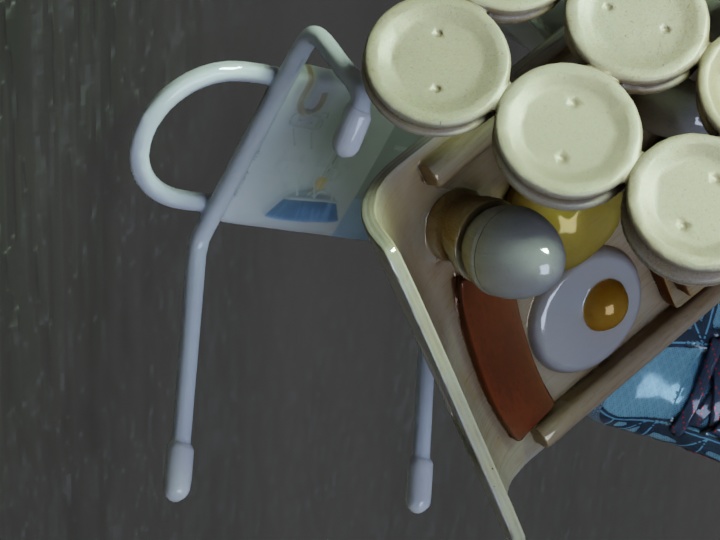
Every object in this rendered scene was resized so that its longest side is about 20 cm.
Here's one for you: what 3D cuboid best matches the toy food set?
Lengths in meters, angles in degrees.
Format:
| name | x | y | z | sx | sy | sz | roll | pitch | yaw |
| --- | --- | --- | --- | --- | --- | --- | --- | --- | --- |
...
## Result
| name | x | y | z | sx | sy | sz | roll | pitch | yaw |
| --- | --- | --- | --- | --- | --- | --- | --- | --- | --- |
| toy food set | 0.101 | -0.014 | 0.915 | 0.200 | 0.060 | 0.144 | -38 | 126 | -17 |

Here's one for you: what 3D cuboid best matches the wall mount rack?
| name | x | y | z | sx | sy | sz | roll | pitch | yaw |
| --- | --- | --- | --- | --- | --- | --- | --- | --- | --- |
| wall mount rack | 0.000 | 0.000 | 0.954 | 0.199 | 0.075 | 0.174 | 7 | 123 | -37 |

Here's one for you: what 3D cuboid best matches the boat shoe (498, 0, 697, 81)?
| name | x | y | z | sx | sy | sz | roll | pitch | yaw |
| --- | --- | --- | --- | --- | --- | --- | --- | --- | --- |
| boat shoe | 0.112 | -0.090 | 0.974 | 0.200 | 0.069 | 0.071 | 31 | 101 | -43 |

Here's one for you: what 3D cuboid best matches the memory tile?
| name | x | y | z | sx | sy | sz | roll | pitch | yaw |
| --- | --- | --- | --- | --- | --- | --- | --- | --- | --- |
| memory tile | 0.104 | -0.102 | 0.879 | 0.201 | 0.153 | 0.017 | -59 | 171 | -23 |

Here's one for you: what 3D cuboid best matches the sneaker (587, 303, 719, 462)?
| name | x | y | z | sx | sy | sz | roll | pitch | yaw |
| --- | --- | --- | --- | --- | --- | --- | --- | --- | --- |
| sneaker | 0.173 | 0.048 | 1.092 | 0.199 | 0.096 | 0.080 | 6 | 115 | -38 |
